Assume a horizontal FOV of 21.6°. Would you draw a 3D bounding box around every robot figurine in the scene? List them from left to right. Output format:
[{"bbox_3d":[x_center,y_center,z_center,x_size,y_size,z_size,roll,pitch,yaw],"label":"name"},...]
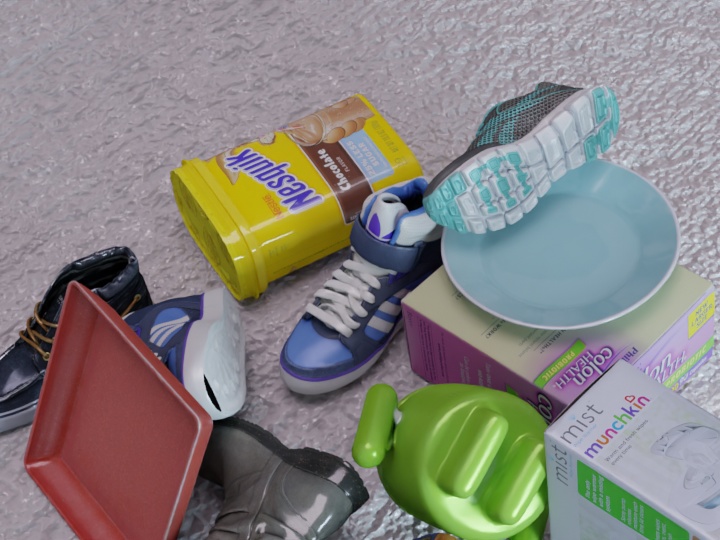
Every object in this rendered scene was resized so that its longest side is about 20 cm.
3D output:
[{"bbox_3d":[0.081,0.147,1.471,0.175,0.200,0.116,29,83,-14],"label":"robot figurine"}]

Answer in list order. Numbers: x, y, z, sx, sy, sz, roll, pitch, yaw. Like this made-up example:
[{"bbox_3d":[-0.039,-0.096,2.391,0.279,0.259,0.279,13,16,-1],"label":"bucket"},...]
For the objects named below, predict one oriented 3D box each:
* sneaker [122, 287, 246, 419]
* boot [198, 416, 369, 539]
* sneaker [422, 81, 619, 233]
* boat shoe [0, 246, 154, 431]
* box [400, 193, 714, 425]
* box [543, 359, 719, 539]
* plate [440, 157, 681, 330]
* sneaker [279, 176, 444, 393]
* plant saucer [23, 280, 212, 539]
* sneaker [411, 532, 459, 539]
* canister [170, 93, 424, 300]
[{"bbox_3d":[-0.177,0.088,1.590,0.146,0.081,0.200,-19,21,8],"label":"sneaker"},{"bbox_3d":[-0.101,0.191,1.506,0.200,0.068,0.131,11,47,42],"label":"boot"},{"bbox_3d":[0.125,-0.100,1.613,0.200,0.078,0.091,-31,34,-23],"label":"sneaker"},{"bbox_3d":[-0.274,0.056,1.670,0.200,0.091,0.071,-36,52,-22],"label":"boat shoe"},{"bbox_3d":[0.169,0.050,1.603,0.200,0.097,0.176,31,59,32],"label":"box"},{"bbox_3d":[0.234,0.191,1.393,0.176,0.200,0.097,32,60,31],"label":"box"},{"bbox_3d":[0.168,-0.020,1.584,0.200,0.026,0.200,-4,48,5],"label":"plate"},{"bbox_3d":[0.000,0.000,1.629,0.200,0.146,0.081,-38,54,-24],"label":"sneaker"},{"bbox_3d":[-0.194,0.139,1.533,0.037,0.200,0.200,-9,40,-40],"label":"plant saucer"},{"bbox_3d":[0.009,0.270,1.445,0.200,0.088,0.075,-18,37,26],"label":"sneaker"},{"bbox_3d":[-0.056,-0.073,1.758,0.200,0.087,0.149,-25,49,-16],"label":"canister"}]
